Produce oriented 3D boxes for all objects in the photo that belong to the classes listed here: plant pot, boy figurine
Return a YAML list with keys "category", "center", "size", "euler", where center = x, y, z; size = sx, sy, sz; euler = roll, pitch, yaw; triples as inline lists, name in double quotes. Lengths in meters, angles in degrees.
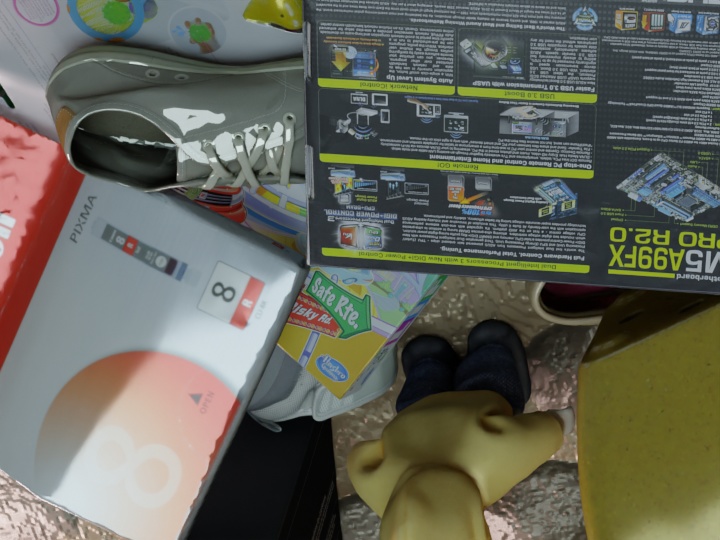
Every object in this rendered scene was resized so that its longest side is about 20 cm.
- category: "plant pot"
  center: [0.203, 0.091, 1.127]
  size: [0.193, 0.196, 0.201]
  euler: [-25, 97, 19]
- category: "boy figurine"
  center: [0.051, 0.097, 1.226]
  size: [0.124, 0.200, 0.065]
  euler: [-14, 115, 14]

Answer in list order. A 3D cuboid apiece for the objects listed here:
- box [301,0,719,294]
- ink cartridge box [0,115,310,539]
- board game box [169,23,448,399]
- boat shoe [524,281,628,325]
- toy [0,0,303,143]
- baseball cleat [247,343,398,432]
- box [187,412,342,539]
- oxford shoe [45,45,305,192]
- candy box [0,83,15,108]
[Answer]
- category: "box"
  center: [0.074, -0.073, 1.037]
  size: [0.199, 0.044, 0.161]
  euler: [4, 121, 8]
- category: "ink cartridge box"
  center: [-0.145, 0.025, 1.164]
  size: [0.199, 0.050, 0.163]
  euler: [25, 98, -3]
- category: "board game box"
  center: [-0.040, -0.052, 1.192]
  size: [0.200, 0.034, 0.135]
  euler: [41, 105, 10]
- category: "boat shoe"
  center: [0.179, -0.009, 1.219]
  size: [0.199, 0.069, 0.074]
  euler: [-15, 115, 17]
- category: "toy"
  center: [-0.096, -0.120, 1.148]
  size: [0.199, 0.047, 0.115]
  euler: [-12, 129, 28]
- category: "baseball cleat"
  center: [0.000, 0.000, 1.254]
  size: [0.106, 0.070, 0.200]
  euler: [36, 108, -26]
- category: "box"
  center: [-0.063, 0.166, 1.283]
  size: [0.078, 0.200, 0.142]
  euler: [3, 119, 9]
- category: "oxford shoe"
  center: [-0.052, -0.063, 1.122]
  size: [0.199, 0.058, 0.075]
  euler: [5, 138, 0]
- category: "candy box"
  center: [-0.265, -0.086, 1.239]
  size: [0.168, 0.077, 0.201]
  euler: [-9, 117, 24]
